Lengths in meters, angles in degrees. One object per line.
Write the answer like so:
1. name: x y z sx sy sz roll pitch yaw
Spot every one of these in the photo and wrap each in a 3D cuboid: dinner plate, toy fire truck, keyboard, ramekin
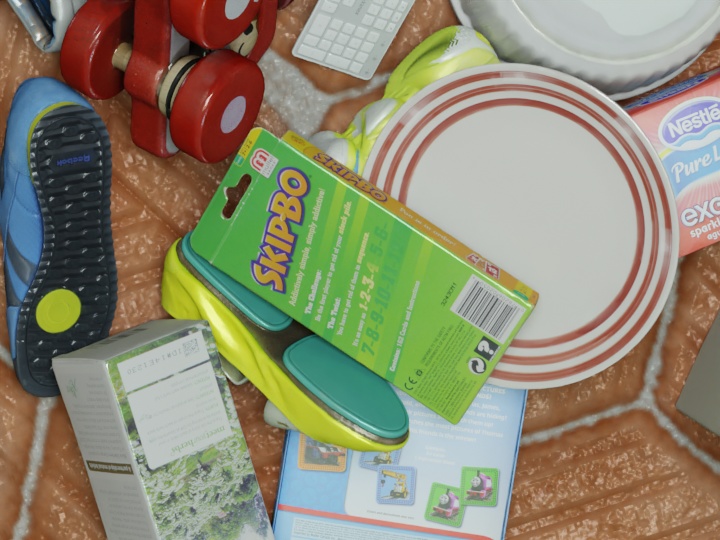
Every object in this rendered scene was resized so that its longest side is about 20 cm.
1. dinner plate: 0.095 -0.027 1.306 0.198 0.024 0.202 6 109 19
2. toy fire truck: -0.085 -0.170 1.288 0.112 0.201 0.168 29 48 23
3. keyboard: 0.022 -0.199 1.323 0.056 0.011 0.201 12 130 -24
4. ramekin: 0.151 -0.205 1.346 0.198 0.105 0.202 0 95 -4

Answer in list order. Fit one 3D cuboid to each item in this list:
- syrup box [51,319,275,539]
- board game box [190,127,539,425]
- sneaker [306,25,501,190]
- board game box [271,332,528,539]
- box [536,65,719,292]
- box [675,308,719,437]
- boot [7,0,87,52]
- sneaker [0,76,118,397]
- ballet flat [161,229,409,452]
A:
1. syrup box: -0.114 0.137 1.346 0.078 0.081 0.202 -21 100 -32
2. board game box: 0.000 0.000 1.315 0.199 0.030 0.096 32 114 0
3. sneaker: 0.023 -0.055 1.363 0.200 0.076 0.105 -40 109 11
4. board game box: 0.027 0.103 1.392 0.150 0.037 0.202 9 94 -4
5. box: 0.208 -0.068 1.363 0.199 0.100 0.096 -22 96 -2
6. box: 0.266 0.081 1.328 0.094 0.200 0.078 24 92 -6
7. boot: -0.191 -0.234 1.315 0.095 0.073 0.201 -28 98 -40
8. sneaker: -0.195 -0.023 1.361 0.065 0.078 0.202 -8 114 -28
9. ballet flat: -0.051 0.057 1.348 0.200 0.067 0.067 42 125 18
